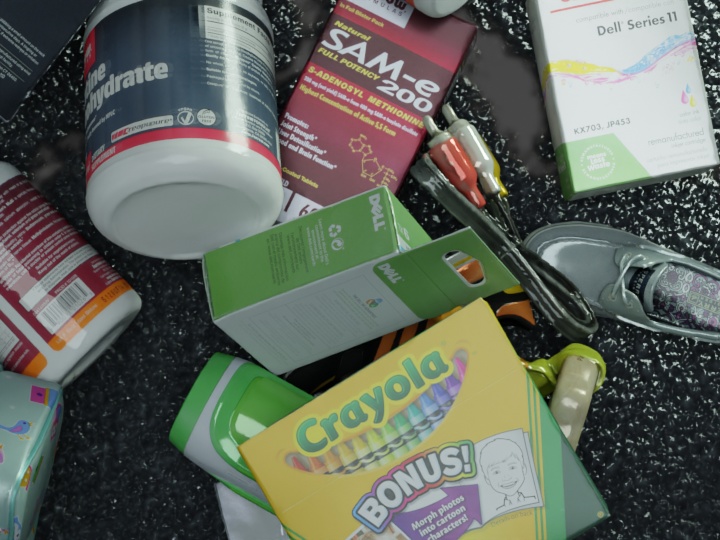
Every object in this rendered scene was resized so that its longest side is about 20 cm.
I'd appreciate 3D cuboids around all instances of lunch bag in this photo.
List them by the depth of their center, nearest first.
[{"bbox_3d":[-0.272,0.177,1.649,0.077,0.161,0.201,17,123,-3],"label":"lunch bag"}]

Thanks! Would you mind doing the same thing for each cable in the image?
[{"bbox_3d":[0.106,-0.035,1.681,0.050,0.097,0.200,-44,77,20],"label":"cable"}]

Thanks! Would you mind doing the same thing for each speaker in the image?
[{"bbox_3d":[-0.035,0.139,1.662,0.199,0.088,0.089,29,87,3],"label":"speaker"}]

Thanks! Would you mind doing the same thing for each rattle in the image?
[{"bbox_3d":[0.097,0.140,1.686,0.142,0.131,0.201,10,122,-10],"label":"rattle"}]

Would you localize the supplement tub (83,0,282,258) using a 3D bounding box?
[{"bbox_3d":[-0.130,-0.123,1.662,0.139,0.141,0.201,-5,62,0],"label":"supplement tub"}]

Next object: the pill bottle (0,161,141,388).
[{"bbox_3d":[-0.266,-0.010,1.704,0.110,0.110,0.200,-44,88,-2],"label":"pill bottle"}]

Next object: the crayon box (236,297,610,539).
[{"bbox_3d":[0.044,0.143,1.586,0.199,0.058,0.173,-31,88,3],"label":"crayon box"}]

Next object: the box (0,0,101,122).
[{"bbox_3d":[-0.274,-0.235,1.668,0.183,0.200,0.104,-52,130,-4],"label":"box"}]

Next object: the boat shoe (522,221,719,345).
[{"bbox_3d":[0.216,0.009,1.722,0.199,0.072,0.071,16,87,2],"label":"boat shoe"}]

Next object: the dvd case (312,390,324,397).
[{"bbox_3d":[0.001,0.206,1.738,0.148,0.016,0.201,17,86,2],"label":"dvd case"}]

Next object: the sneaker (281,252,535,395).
[{"bbox_3d":[0.038,0.057,1.718,0.199,0.070,0.090,-32,85,-5],"label":"sneaker"}]

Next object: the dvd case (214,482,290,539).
[{"bbox_3d":[-0.012,0.236,1.712,0.148,0.016,0.202,-15,87,-1],"label":"dvd case"}]

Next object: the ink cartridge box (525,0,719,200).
[{"bbox_3d":[0.192,-0.164,1.735,0.116,0.067,0.202,-12,87,0],"label":"ink cartridge box"}]

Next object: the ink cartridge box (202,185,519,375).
[{"bbox_3d":[0.000,0.000,1.630,0.199,0.104,0.060,-20,58,16],"label":"ink cartridge box"}]

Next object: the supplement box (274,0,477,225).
[{"bbox_3d":[-0.001,-0.114,1.735,0.108,0.061,0.201,26,86,2],"label":"supplement box"}]

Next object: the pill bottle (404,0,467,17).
[{"bbox_3d":[0.007,-0.284,1.699,0.199,0.111,0.112,36,87,16],"label":"pill bottle"}]
